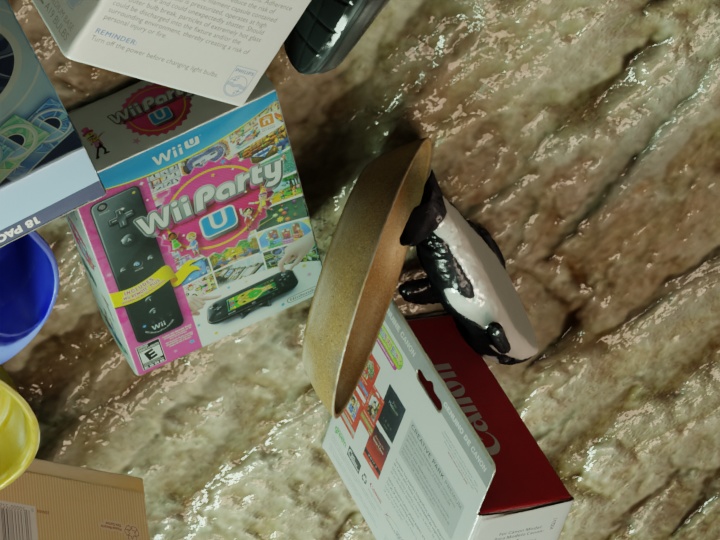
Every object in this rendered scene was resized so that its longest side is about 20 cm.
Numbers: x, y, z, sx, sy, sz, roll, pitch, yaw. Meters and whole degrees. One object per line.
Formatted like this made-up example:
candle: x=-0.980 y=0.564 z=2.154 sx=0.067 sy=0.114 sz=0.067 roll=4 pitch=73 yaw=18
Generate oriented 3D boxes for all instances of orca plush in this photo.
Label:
orca plush: x=0.059 y=0.014 z=1.752 sx=0.071 sy=0.106 sz=0.200 roll=-20 pitch=155 yaw=15

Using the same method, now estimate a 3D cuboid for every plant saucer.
plant saucer: x=0.000 y=0.000 z=1.670 sx=0.035 sy=0.200 sz=0.201 roll=19 pitch=131 yaw=7

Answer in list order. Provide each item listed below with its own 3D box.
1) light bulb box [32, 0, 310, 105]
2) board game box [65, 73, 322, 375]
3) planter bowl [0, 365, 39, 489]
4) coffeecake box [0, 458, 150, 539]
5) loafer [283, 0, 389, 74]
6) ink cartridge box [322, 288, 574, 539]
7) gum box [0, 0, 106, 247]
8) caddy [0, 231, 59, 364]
light bulb box: x=-0.096 y=-0.234 z=1.324 sx=0.125 sy=0.198 sz=0.200 roll=12 pitch=123 yaw=-42
board game box: x=-0.114 y=-0.039 z=1.615 sx=0.147 sy=0.064 sz=0.200 roll=-25 pitch=139 yaw=-10
planter bowl: x=-0.289 y=0.064 z=1.451 sx=0.200 sy=0.084 sz=0.201 roll=-3 pitch=147 yaw=-2
coffeecake box: x=-0.265 y=0.199 z=1.697 sx=0.153 sy=0.073 sz=0.200 roll=15 pitch=146 yaw=-41
loafer: x=0.017 y=-0.203 z=1.528 sx=0.072 sy=0.073 sz=0.200 roll=3 pitch=130 yaw=-40
ink cartridge box: x=0.066 y=0.131 z=1.791 sx=0.084 sy=0.200 sz=0.176 roll=-7 pitch=135 yaw=-27
gum box: x=-0.255 y=-0.079 z=1.378 sx=0.170 sy=0.200 sz=0.045 roll=-26 pitch=140 yaw=-6
caddy: x=-0.272 y=-0.008 z=1.511 sx=0.141 sy=0.105 sz=0.200 roll=-35 pitch=140 yaw=2
